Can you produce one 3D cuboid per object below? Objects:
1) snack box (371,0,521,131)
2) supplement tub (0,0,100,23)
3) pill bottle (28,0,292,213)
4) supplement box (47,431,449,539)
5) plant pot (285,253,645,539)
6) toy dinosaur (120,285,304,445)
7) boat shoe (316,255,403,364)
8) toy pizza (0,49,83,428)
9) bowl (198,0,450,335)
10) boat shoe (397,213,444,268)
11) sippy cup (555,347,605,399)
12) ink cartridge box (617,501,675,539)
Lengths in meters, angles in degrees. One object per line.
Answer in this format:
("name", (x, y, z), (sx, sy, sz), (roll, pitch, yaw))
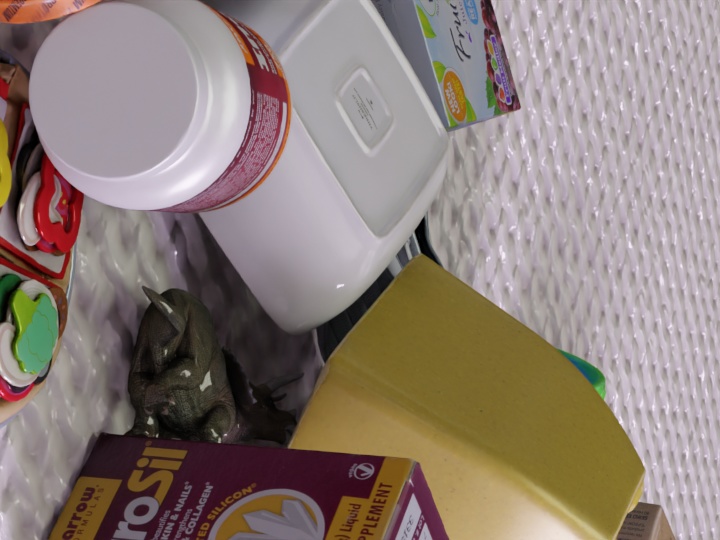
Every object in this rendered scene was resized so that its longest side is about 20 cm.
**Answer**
("snack box", (0.038, -0.193, 1.633), (0.142, 0.053, 0.202), (-21, 94, -64))
("supplement tub", (-0.171, -0.224, 1.128), (0.123, 0.122, 0.201), (-62, 145, -45))
("pill bottle", (-0.104, -0.087, 1.251), (0.200, 0.112, 0.114), (-9, 101, -82))
("supplement box", (-0.064, 0.172, 1.314), (0.104, 0.198, 0.131), (68, 34, -42))
("plant pot", (0.059, 0.144, 1.495), (0.197, 0.199, 0.194), (-65, 172, 26))
("toy dinosaur", (-0.104, 0.059, 1.394), (0.200, 0.076, 0.103), (58, 29, -46))
("boat shoe", (0.000, 0.000, 1.598), (0.067, 0.073, 0.201), (-90, 169, -60))
("toy pizza", (-0.188, -0.014, 1.221), (0.200, 0.031, 0.202), (3, 90, -67))
("bowl", (-0.025, -0.088, 1.456), (0.201, 0.074, 0.200), (58, 37, -16))
("boat shoe", (0.033, -0.066, 1.682), (0.073, 0.061, 0.202), (-12, 103, -64))
("sippy cup", (0.100, 0.125, 1.769), (0.178, 0.139, 0.131), (-14, 119, -62))
("ink cartridge box", (0.175, 0.254, 1.913), (0.200, 0.163, 0.076), (61, 41, -49))
